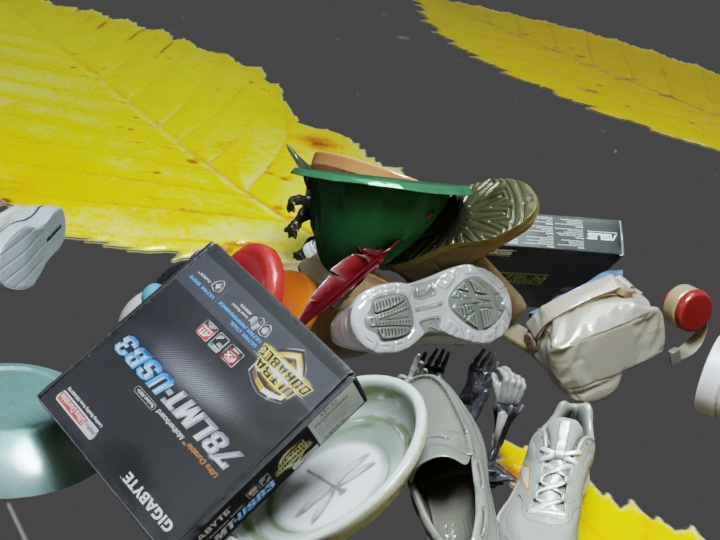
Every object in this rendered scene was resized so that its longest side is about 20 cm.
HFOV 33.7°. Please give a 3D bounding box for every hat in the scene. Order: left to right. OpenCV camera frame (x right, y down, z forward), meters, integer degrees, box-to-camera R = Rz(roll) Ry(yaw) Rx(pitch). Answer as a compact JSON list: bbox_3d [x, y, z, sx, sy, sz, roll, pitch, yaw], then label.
[{"bbox_3d":[0.000,0.000,1.110,0.197,0.179,0.165,4,5,-18],"label":"hat"}]

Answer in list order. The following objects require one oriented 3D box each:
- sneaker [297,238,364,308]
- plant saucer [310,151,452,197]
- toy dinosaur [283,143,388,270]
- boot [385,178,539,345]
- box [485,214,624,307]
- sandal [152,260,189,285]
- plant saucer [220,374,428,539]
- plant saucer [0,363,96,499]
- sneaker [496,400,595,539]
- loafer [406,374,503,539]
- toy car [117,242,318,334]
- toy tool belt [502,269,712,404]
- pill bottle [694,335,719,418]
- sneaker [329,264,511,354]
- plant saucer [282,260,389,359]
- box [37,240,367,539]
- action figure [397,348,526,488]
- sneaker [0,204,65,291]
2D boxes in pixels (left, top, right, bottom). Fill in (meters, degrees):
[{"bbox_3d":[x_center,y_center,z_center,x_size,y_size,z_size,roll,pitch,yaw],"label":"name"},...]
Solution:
[{"bbox_3d":[-0.014,-0.014,1.244,0.074,0.080,0.200,46,5,-8],"label":"sneaker"},{"bbox_3d":[0.036,-0.084,1.346,0.198,0.033,0.200,20,-3,1],"label":"plant saucer"},{"bbox_3d":[-0.043,-0.069,1.444,0.077,0.201,0.102,-17,20,49],"label":"toy dinosaur"},{"bbox_3d":[0.128,-0.005,1.220,0.173,0.200,0.067,-17,56,21],"label":"boot"},{"bbox_3d":[0.169,-0.010,1.340,0.197,0.048,0.193,4,-18,-10],"label":"box"},{"bbox_3d":[-0.198,0.049,1.246,0.074,0.046,0.200,13,38,24],"label":"sandal"},{"bbox_3d":[-0.028,0.167,0.959,0.198,0.051,0.201,-23,26,12],"label":"plant saucer"},{"bbox_3d":[-0.307,0.125,1.033,0.198,0.039,0.202,8,23,-3],"label":"plant saucer"},{"bbox_3d":[0.160,0.177,1.006,0.075,0.093,0.200,13,25,9],"label":"sneaker"},{"bbox_3d":[0.070,0.161,0.960,0.069,0.070,0.201,-25,48,7],"label":"loafer"},{"bbox_3d":[-0.125,0.049,1.104,0.198,0.152,0.175,-11,36,-29],"label":"toy car"},{"bbox_3d":[0.261,0.051,1.275,0.198,0.126,0.123,-23,27,-17],"label":"toy tool belt"},{"bbox_3d":[0.439,0.136,1.172,0.198,0.110,0.108,20,26,26],"label":"pill bottle"},{"bbox_3d":[0.055,0.040,1.154,0.198,0.079,0.099,-2,-6,-32],"label":"sneaker"},{"bbox_3d":[-0.044,0.047,1.298,0.197,0.036,0.201,7,25,-3],"label":"plant saucer"},{"bbox_3d":[-0.129,0.103,0.956,0.198,0.050,0.200,-41,56,-12],"label":"box"},{"bbox_3d":[0.085,0.127,1.084,0.117,0.103,0.200,9,21,0],"label":"action figure"},{"bbox_3d":[-0.388,-0.025,1.316,0.070,0.074,0.200,0,14,4],"label":"sneaker"}]
